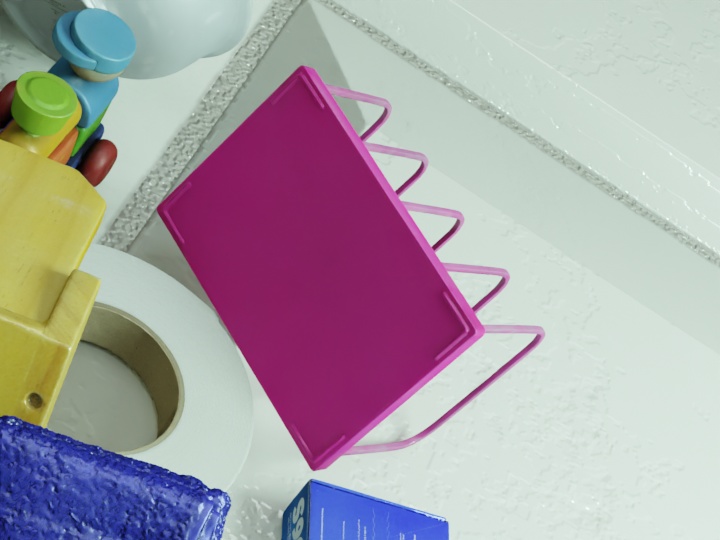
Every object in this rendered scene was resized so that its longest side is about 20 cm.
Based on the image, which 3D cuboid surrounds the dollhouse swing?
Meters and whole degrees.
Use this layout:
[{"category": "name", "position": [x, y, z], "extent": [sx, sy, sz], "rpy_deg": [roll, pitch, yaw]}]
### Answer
[{"category": "dollhouse swing", "position": [-0.252, 0.022, 0.993], "extent": [0.200, 0.182, 0.176], "rpy_deg": [21, 13, -6]}]

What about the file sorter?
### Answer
[{"category": "file sorter", "position": [0.000, 0.000, 1.147], "extent": [0.125, 0.139, 0.200], "rpy_deg": [4, 49, -58]}]

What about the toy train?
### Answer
[{"category": "toy train", "position": [-0.205, -0.070, 1.104], "extent": [0.085, 0.116, 0.200], "rpy_deg": [34, 43, -2]}]

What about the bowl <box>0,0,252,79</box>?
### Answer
[{"category": "bowl", "position": [-0.174, -0.194, 1.195], "extent": [0.201, 0.201, 0.090], "rpy_deg": [40, 61, 4]}]

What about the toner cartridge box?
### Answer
[{"category": "toner cartridge box", "position": [0.002, 0.221, 1.040], "extent": [0.095, 0.043, 0.200], "rpy_deg": [18, 46, -18]}]

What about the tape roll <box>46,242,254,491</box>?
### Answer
[{"category": "tape roll", "position": [-0.158, 0.071, 1.072], "extent": [0.202, 0.037, 0.203], "rpy_deg": [17, 46, -19]}]

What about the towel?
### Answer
[{"category": "towel", "position": [-0.155, 0.181, 0.893], "extent": [0.147, 0.050, 0.201], "rpy_deg": [20, 82, -18]}]
